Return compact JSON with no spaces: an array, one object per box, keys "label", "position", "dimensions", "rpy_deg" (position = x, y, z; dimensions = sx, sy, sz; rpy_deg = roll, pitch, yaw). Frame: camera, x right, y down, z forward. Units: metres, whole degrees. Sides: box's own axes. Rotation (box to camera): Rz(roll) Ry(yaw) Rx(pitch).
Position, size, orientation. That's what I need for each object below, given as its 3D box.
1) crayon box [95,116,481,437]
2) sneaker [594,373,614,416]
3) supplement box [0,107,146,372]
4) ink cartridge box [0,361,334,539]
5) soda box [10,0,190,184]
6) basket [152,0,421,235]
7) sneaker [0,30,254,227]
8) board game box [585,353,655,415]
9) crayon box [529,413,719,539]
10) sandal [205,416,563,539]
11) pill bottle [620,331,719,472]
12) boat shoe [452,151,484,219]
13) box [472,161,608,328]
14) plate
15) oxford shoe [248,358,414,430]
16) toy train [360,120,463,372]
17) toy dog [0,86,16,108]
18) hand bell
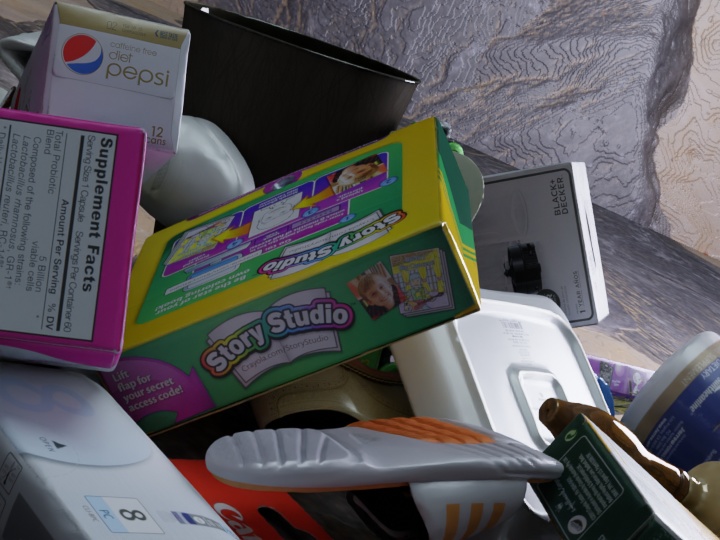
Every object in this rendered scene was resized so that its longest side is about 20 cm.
[{"label":"crayon box","position":[-0.036,0.000,0.812],"dimensions":[0.173,0.198,0.059],"rpy_deg":[-86,152,-66]},{"label":"sneaker","position":[0.111,0.095,1.002],"dimensions":[0.082,0.072,0.199],"rpy_deg":[-6,-26,43]},{"label":"supplement box","position":[-0.199,-0.017,0.640],"dimensions":[0.198,0.105,0.101],"rpy_deg":[9,-10,-11]},{"label":"ink cartridge box","position":[-0.079,0.104,0.662],"dimensions":[0.199,0.048,0.160],"rpy_deg":[10,18,-42]},{"label":"soda box","position":[-0.144,-0.077,0.759],"dimensions":[0.067,0.064,0.200],"rpy_deg":[9,-9,-18]},{"label":"basket","position":[-0.070,-0.062,0.995],"dimensions":[0.179,0.202,0.136],"rpy_deg":[24,13,26]},{"label":"sneaker","position":[-0.156,-0.085,0.923],"dimensions":[0.200,0.076,0.088],"rpy_deg":[39,17,23]},{"label":"board game box","position":[0.151,0.085,1.120],"dimensions":[0.199,0.033,0.119],"rpy_deg":[15,-12,-38]},{"label":"crayon box","position":[0.184,0.176,0.772],"dimensions":[0.200,0.052,0.126],"rpy_deg":[41,7,-17]},{"label":"sandal","position":[0.010,0.112,0.731],"dimensions":[0.205,0.060,0.079],"rpy_deg":[3,9,-35]},{"label":"pill bottle","position":[0.286,0.146,1.023],"dimensions":[0.200,0.111,0.111],"rpy_deg":[42,18,22]},{"label":"boat shoe","position":[0.000,0.000,0.925],"dimensions":[0.071,0.200,0.063],"rpy_deg":[49,8,14]},{"label":"box","position":[0.070,-0.006,1.047],"dimensions":[0.198,0.118,0.060],"rpy_deg":[-11,2,18]},{"label":"plate","position":[0.103,0.090,0.875],"dimensions":[0.199,0.032,0.202],"rpy_deg":[9,54,-50]},{"label":"oxford shoe","position":[0.017,0.102,0.868],"dimensions":[0.198,0.071,0.074],"rpy_deg":[20,38,-22]},{"label":"toy train","position":[0.019,-0.006,0.981],"dimensions":[0.056,0.202,0.042],"rpy_deg":[0,24,-34]},{"label":"toy dog","position":[-0.264,-0.097,0.970],"dimensions":[0.131,0.097,0.200],"rpy_deg":[-14,17,-17]},{"label":"hand bell","position":[0.178,0.125,0.855],"dimensions":[0.199,0.105,0.104],"rpy_deg":[30,8,-27]}]
